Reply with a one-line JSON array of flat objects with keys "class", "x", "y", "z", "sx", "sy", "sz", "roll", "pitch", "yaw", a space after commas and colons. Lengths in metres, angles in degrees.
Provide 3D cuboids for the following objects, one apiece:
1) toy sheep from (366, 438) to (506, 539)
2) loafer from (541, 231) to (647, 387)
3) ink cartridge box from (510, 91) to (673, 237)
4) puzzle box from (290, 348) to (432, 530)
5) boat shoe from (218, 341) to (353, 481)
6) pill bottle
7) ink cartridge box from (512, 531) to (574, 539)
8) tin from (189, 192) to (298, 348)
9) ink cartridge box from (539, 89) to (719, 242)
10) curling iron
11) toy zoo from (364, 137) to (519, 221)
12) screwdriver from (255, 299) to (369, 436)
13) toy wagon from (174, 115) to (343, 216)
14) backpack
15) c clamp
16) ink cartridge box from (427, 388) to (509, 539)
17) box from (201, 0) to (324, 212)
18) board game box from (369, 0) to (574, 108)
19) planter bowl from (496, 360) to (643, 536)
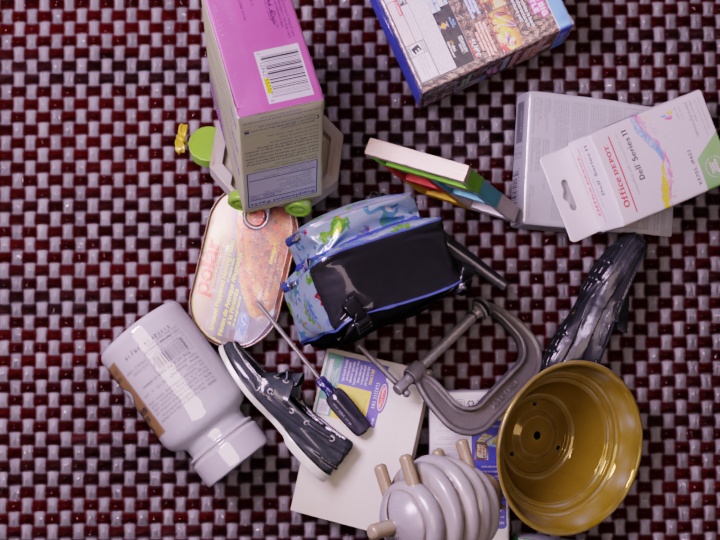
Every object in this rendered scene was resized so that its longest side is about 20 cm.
[{"class": "toy sheep", "x": 0.083, "y": 0.268, "z": 1.548, "sx": 0.199, "sy": 0.138, "sz": 0.139, "roll": -10, "pitch": 85, "yaw": -35}, {"class": "loafer", "x": 0.289, "y": 0.050, "z": 1.637, "sx": 0.070, "sy": 0.068, "sz": 0.202, "roll": 30, "pitch": 90, "yaw": -8}, {"class": "ink cartridge box", "x": 0.283, "y": -0.125, "z": 1.669, "sx": 0.198, "sy": 0.047, "sz": 0.162, "roll": 5, "pitch": 85, "yaw": -16}, {"class": "puzzle box", "x": 0.003, "y": 0.202, "z": 1.631, "sx": 0.132, "sy": 0.025, "sz": 0.202, "roll": 12, "pitch": 86, "yaw": 16}, {"class": "boat shoe", "x": -0.084, "y": 0.150, "z": 1.605, "sx": 0.066, "sy": 0.074, "sz": 0.200, "roll": -41, "pitch": 80, "yaw": 6}, {"class": "pill bottle", "x": -0.201, "y": 0.147, "z": 1.607, "sx": 0.114, "sy": 0.114, "sz": 0.200, "roll": -38, "pitch": 86, "yaw": -2}, {"class": "ink cartridge box", "x": 0.238, "y": 0.417, "z": 1.597, "sx": 0.145, "sy": 0.083, "sz": 0.202, "roll": 8, "pitch": 85, "yaw": 1}, {"class": "tin", "x": -0.140, "y": -0.005, "z": 1.657, "sx": 0.111, "sy": 0.042, "sz": 0.202, "roll": 14, "pitch": 85, "yaw": -2}, {"class": "ink cartridge box", "x": 0.324, "y": -0.121, "z": 1.619, "sx": 0.199, "sy": 0.067, "sz": 0.118, "roll": -23, "pitch": 92, "yaw": -15}, {"class": "curling iron", "x": 0.091, "y": -0.032, "z": 1.659, "sx": 0.199, "sy": 0.026, "sz": 0.050, "roll": 33, "pitch": 46, "yaw": -1}, {"class": "toy zoo", "x": 0.103, "y": -0.099, "z": 1.590, "sx": 0.130, "sy": 0.200, "sz": 0.021, "roll": 19, "pitch": 86, "yaw": 28}, {"class": "screwdriver", "x": -0.060, "y": 0.114, "z": 1.608, "sx": 0.200, "sy": 0.029, "sz": 0.028, "roll": 48, "pitch": 59, "yaw": 2}, {"class": "toy wagon", "x": -0.122, "y": -0.143, "z": 1.646, "sx": 0.198, "sy": 0.040, "sz": 0.156, "roll": 6, "pitch": 63, "yaw": 2}, {"class": "backpack", "x": 0.000, "y": 0.000, "z": 1.571, "sx": 0.182, "sy": 0.200, "sz": 0.148, "roll": -20, "pitch": 84, "yaw": -23}, {"class": "c clamp", "x": 0.119, "y": 0.100, "z": 1.615, "sx": 0.199, "sy": 0.027, "sz": 0.171, "roll": -35, "pitch": 82, "yaw": -30}, {"class": "ink cartridge box", "x": 0.128, "y": 0.242, "z": 1.636, "sx": 0.094, "sy": 0.037, "sz": 0.202, "roll": -1, "pitch": 83, "yaw": 0}, {"class": "box", "x": -0.108, "y": -0.196, "z": 1.538, "sx": 0.096, "sy": 0.200, "sz": 0.177, "roll": -13, "pitch": 64, "yaw": -10}, {"class": "board game box", "x": 0.128, "y": -0.314, "z": 1.648, "sx": 0.199, "sy": 0.097, "sz": 0.161, "roll": -24, "pitch": 86, "yaw": -1}, {"class": "planter bowl", "x": 0.224, "y": 0.199, "z": 1.599, "sx": 0.199, "sy": 0.083, "sz": 0.202, "roll": -3, "pitch": 97, "yaw": -26}]
